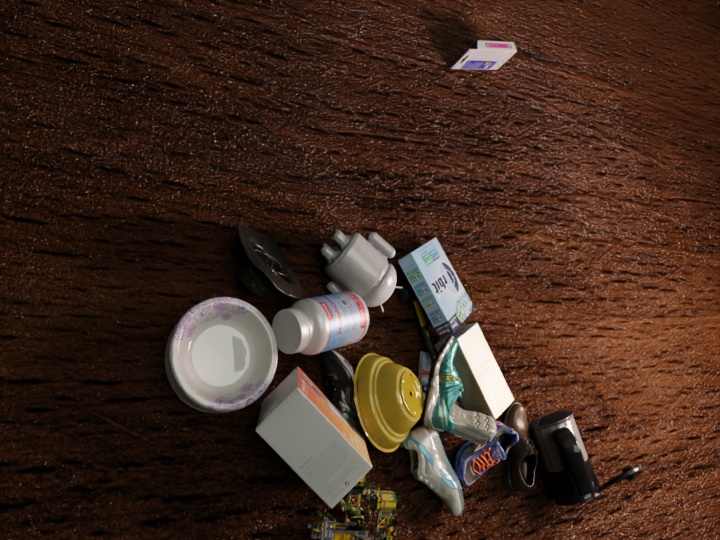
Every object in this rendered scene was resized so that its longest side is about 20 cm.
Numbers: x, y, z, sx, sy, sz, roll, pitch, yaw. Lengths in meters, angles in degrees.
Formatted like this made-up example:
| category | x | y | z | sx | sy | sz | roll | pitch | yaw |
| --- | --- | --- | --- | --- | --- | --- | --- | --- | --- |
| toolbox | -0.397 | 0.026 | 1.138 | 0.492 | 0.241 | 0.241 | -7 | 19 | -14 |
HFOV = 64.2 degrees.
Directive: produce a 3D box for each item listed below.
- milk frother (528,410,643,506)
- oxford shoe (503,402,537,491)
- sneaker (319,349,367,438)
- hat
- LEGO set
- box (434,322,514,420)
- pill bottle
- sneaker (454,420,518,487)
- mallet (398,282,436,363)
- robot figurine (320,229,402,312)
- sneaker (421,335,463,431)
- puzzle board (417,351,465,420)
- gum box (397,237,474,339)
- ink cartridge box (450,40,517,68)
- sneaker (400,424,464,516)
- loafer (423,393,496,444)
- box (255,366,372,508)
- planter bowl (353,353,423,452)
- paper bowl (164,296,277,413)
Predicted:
| category | x | y | z | sx | sy | sz | roll | pitch | yaw |
| --- | --- | --- | --- | --- | --- | --- | --- | --- | --- |
| milk frother | 0.535 | 0.432 | 1.367 | 0.196 | 0.180 | 0.192 | -18 | 83 | -17 |
| oxford shoe | 0.387 | 0.414 | 1.358 | 0.071 | 0.084 | 0.205 | 11 | 67 | -24 |
| sneaker | -0.041 | 0.260 | 1.172 | 0.087 | 0.076 | 0.203 | -29 | 90 | -28 |
| hat | -0.200 | 0.003 | 1.152 | 0.081 | 0.201 | 0.201 | -42 | 99 | 11 |
| LEGO set | -0.025 | 0.453 | 1.058 | 0.113 | 0.199 | 0.158 | 12 | 88 | -23 |
| box | 0.262 | 0.234 | 1.320 | 0.094 | 0.077 | 0.203 | -29 | 93 | -39 |
| pill bottle | -0.079 | 0.106 | 1.144 | 0.198 | 0.107 | 0.111 | -8 | 76 | -52 |
| sneaker | 0.285 | 0.411 | 1.296 | 0.199 | 0.078 | 0.076 | -37 | 103 | -33 |
| mallet | 0.137 | 0.123 | 1.332 | 0.064 | 0.041 | 0.205 | -3 | 73 | -31 |
| robot figurine | 0.000 | 0.000 | 1.256 | 0.199 | 0.113 | 0.170 | 41 | 97 | -11 |
| sneaker | 0.184 | 0.242 | 1.228 | 0.078 | 0.078 | 0.205 | 14 | 71 | 2 |
| puzzle board | 0.217 | 0.286 | 1.342 | 0.196 | 0.017 | 0.154 | 18 | 66 | -23 |
| gum box | 0.182 | 0.036 | 1.351 | 0.203 | 0.044 | 0.169 | 60 | 31 | 0 |
| ink cartridge box | 0.358 | -0.630 | 1.681 | 0.196 | 0.094 | 0.038 | -14 | 80 | -32 |
| sneaker | 0.155 | 0.435 | 1.231 | 0.079 | 0.076 | 0.204 | -25 | 85 | -17 |
| loafer | 0.201 | 0.332 | 1.266 | 0.196 | 0.071 | 0.070 | 23 | 38 | 2 |
| box | -0.087 | 0.303 | 1.065 | 0.106 | 0.152 | 0.201 | -42 | 98 | -1 |
| planter bowl | 0.075 | 0.261 | 1.180 | 0.200 | 0.082 | 0.205 | 39 | 41 | -44 |
| paper bowl | -0.259 | 0.159 | 1.059 | 0.196 | 0.104 | 0.206 | 10 | 68 | -27 |
